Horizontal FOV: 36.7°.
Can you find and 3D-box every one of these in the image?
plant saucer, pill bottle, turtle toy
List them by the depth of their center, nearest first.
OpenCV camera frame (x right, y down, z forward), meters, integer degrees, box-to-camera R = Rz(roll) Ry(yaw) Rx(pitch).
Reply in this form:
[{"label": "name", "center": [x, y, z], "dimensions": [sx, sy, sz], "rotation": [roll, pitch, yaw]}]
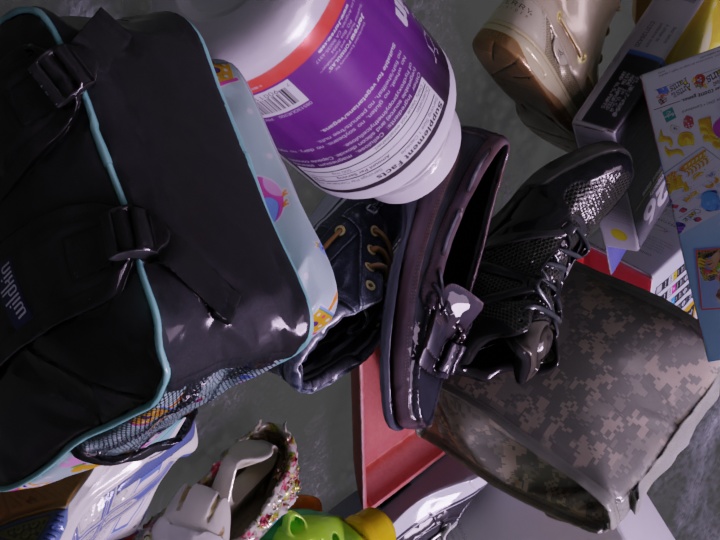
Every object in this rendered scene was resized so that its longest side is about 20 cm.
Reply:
[{"label": "pill bottle", "center": [-0.018, -0.114, 0.607], "dimensions": [0.113, 0.112, 0.200], "rotation": [-59, 143, -3]}, {"label": "turtle toy", "center": [-0.056, 0.251, 0.801], "dimensions": [0.145, 0.100, 0.203], "rotation": [-24, 130, -38]}, {"label": "plant saucer", "center": [0.059, 0.065, 0.874], "dimensions": [0.198, 0.036, 0.203], "rotation": [-30, 132, -35]}]

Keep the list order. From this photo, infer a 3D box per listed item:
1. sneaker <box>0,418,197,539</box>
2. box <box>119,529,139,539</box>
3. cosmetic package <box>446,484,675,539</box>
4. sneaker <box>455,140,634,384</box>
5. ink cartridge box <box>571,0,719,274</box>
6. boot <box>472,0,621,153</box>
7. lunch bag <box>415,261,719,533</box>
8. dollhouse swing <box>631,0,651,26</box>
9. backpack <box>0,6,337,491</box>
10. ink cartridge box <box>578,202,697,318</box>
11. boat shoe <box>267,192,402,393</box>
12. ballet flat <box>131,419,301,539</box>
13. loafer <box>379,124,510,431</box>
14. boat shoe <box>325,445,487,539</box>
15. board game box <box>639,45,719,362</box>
[{"label": "sneaker", "center": [-0.167, 0.145, 0.626], "dimensions": [0.200, 0.075, 0.089], "rotation": [-46, 141, -18]}, {"label": "box", "center": [-0.199, 0.274, 0.697], "dimensions": [0.136, 0.039, 0.203], "rotation": [-20, 127, -41]}, {"label": "cosmetic package", "center": [0.168, 0.263, 0.998], "dimensions": [0.199, 0.124, 0.199], "rotation": [-36, 146, 15]}, {"label": "sneaker", "center": [0.128, 0.003, 0.750], "dimensions": [0.199, 0.115, 0.076], "rotation": [-39, 140, 1]}, {"label": "ink cartridge box", "center": [0.248, -0.122, 0.868], "dimensions": [0.199, 0.047, 0.201], "rotation": [-55, 143, -18]}, {"label": "boot", "center": [0.173, -0.182, 0.827], "dimensions": [0.200, 0.072, 0.157], "rotation": [37, 82, -50]}, {"label": "lunch bag", "center": [0.156, 0.089, 0.810], "dimensions": [0.164, 0.199, 0.119], "rotation": [-43, 139, -23]}, {"label": "dollhouse swing", "center": [0.328, -0.307, 0.919], "dimensions": [0.183, 0.173, 0.202], "rotation": [-69, 158, -44]}, {"label": "backpack", "center": [-0.120, 0.000, 0.491], "dimensions": [0.199, 0.178, 0.152], "rotation": [-34, 167, 33]}, {"label": "ink cartridge box", "center": [0.273, 0.044, 1.074], "dimensions": [0.175, 0.083, 0.202], "rotation": [-37, 137, -29]}, {"label": "boat shoe", "center": [0.000, 0.000, 0.717], "dimensions": [0.200, 0.090, 0.071], "rotation": [-43, 139, -23]}, {"label": "ballet flat", "center": [-0.094, 0.153, 0.689], "dimensions": [0.200, 0.075, 0.065], "rotation": [-46, 151, -64]}, {"label": "loafer", "center": [0.054, 0.002, 0.689], "dimensions": [0.072, 0.062, 0.204], "rotation": [34, 62, -68]}, {"label": "boat shoe", "center": [0.048, 0.204, 0.915], "dimensions": [0.198, 0.073, 0.069], "rotation": [-33, 131, -33]}, {"label": "board game box", "center": [0.281, -0.051, 0.748], "dimensions": [0.102, 0.104, 0.203], "rotation": [-7, 84, -52]}]
